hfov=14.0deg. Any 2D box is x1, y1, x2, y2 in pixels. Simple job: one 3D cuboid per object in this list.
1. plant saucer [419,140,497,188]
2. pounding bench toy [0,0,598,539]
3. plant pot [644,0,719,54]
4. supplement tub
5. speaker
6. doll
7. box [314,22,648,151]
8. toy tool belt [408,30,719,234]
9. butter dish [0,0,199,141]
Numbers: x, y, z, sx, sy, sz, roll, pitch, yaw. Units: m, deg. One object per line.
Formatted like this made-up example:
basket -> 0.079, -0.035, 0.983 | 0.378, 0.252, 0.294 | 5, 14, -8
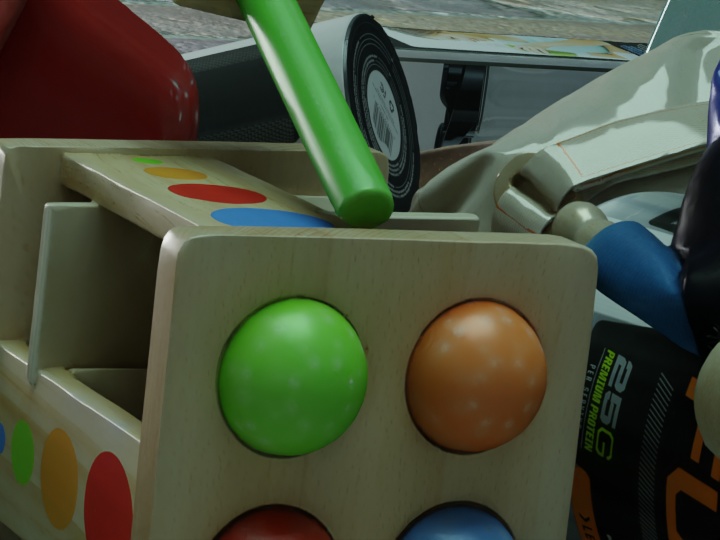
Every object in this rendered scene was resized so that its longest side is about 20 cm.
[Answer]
plant saucer -> 0.000, 0.000, 1.128 | 0.199, 0.037, 0.201 | -15, 16, 4
pounding bench toy -> -0.019, 0.004, 0.803 | 0.123, 0.202, 0.156 | 1, 12, -27
plant pot -> 0.179, -0.032, 1.095 | 0.141, 0.202, 0.141 | -2, 13, -37
supplement tub -> 0.139, 0.054, 0.843 | 0.122, 0.123, 0.199 | -3, 14, -40
speaker -> -0.082, -0.040, 1.136 | 0.199, 0.082, 0.081 | -11, 5, 19
doll -> 0.119, -0.015, 0.796 | 0.135, 0.049, 0.201 | 1, 39, 14
box -> 0.068, -0.045, 1.323 | 0.199, 0.118, 0.060 | 2, 14, -26
toy tool belt -> 0.072, 0.017, 0.973 | 0.199, 0.123, 0.125 | -31, -15, -19
butter dish -> -0.114, -0.024, 1.028 | 0.147, 0.201, 0.199 | 27, 6, -17
